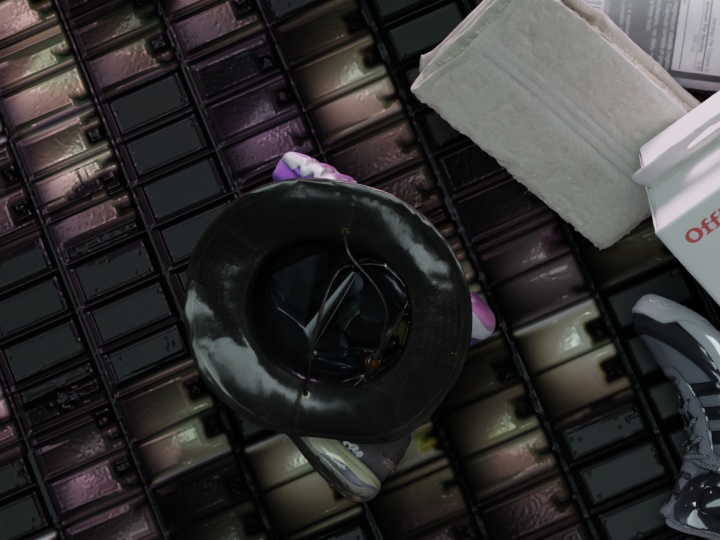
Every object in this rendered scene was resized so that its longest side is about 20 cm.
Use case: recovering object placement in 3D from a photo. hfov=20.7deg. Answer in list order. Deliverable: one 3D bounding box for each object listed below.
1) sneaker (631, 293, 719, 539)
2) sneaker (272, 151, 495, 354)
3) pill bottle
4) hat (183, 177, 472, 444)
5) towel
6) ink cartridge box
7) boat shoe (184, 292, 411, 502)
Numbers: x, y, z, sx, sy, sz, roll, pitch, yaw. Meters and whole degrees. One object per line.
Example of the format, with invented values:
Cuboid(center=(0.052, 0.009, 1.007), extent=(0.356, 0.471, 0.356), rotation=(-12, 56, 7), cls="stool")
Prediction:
Cuboid(center=(0.237, 0.117, 1.370), extent=(0.114, 0.075, 0.200), rotation=(-42, 82, -5), cls="sneaker")
Cuboid(center=(0.000, 0.000, 1.418), extent=(0.200, 0.080, 0.089), rotation=(45, 102, 13), cls="sneaker")
Cuboid(center=(0.232, -0.185, 1.403), extent=(0.199, 0.114, 0.114), rotation=(8, 81, 6), cls="pill bottle")
Cuboid(center=(-0.017, 0.020, 1.350), extent=(0.200, 0.081, 0.201), rotation=(3, 105, 12), cls="hat")
Cuboid(center=(0.145, -0.112, 1.380), extent=(0.200, 0.035, 0.132), rotation=(40, 124, -14), cls="towel")
Cuboid(center=(0.283, -0.040, 1.309), extent=(0.128, 0.125, 0.200), rotation=(-36, 112, 19), cls="ink cartridge box")
Cuboid(center=(-0.044, 0.075, 1.416), extent=(0.073, 0.075, 0.200), rotation=(-42, 86, -14), cls="boat shoe")
